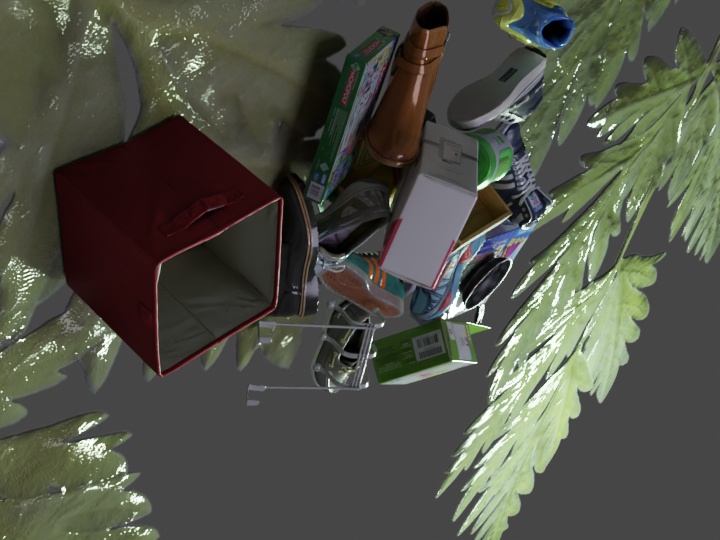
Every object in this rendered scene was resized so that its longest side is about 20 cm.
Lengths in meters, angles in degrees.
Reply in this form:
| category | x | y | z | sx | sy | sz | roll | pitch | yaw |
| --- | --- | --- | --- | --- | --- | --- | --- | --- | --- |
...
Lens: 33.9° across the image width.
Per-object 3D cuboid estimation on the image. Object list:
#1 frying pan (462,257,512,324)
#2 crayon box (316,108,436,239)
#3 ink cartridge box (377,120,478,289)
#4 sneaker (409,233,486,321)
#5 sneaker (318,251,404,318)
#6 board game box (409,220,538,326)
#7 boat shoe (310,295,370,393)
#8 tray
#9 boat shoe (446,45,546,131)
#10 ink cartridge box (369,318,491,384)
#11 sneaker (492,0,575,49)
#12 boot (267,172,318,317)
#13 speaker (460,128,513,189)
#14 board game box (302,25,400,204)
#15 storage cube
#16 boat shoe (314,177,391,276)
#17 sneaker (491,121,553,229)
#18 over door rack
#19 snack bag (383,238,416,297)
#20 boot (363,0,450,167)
| category | x | y | z | sx | sy | sz | roll | pitch | yaw |
| --- | --- | --- | --- | --- | --- | --- | --- | --- | --- |
| frying pan | 0.218 | 0.029 | 2.030 | 0.115 | 0.031 | 0.190 | -45 | 162 | -3 |
| crayon box | 0.028 | -0.130 | 1.658 | 0.200 | 0.051 | 0.127 | -43 | 152 | -14 |
| ink cartridge box | 0.092 | -0.090 | 1.556 | 0.200 | 0.083 | 0.147 | -78 | -170 | -63 |
| sneaker | 0.115 | -0.012 | 1.882 | 0.095 | 0.079 | 0.200 | 8 | 116 | -39 |
| sneaker | 0.000 | 0.000 | 1.764 | 0.200 | 0.071 | 0.080 | 38 | 49 | -48 |
| board game box | 0.196 | -0.005 | 2.031 | 0.200 | 0.041 | 0.200 | -19 | 146 | -50 |
| boat shoe | -0.029 | 0.127 | 1.867 | 0.072 | 0.060 | 0.202 | -27 | 144 | -37 |
| tray | 0.152 | -0.093 | 1.788 | 0.037 | 0.099 | 0.200 | -40 | 174 | 34 |
| boat shoe | 0.207 | -0.244 | 1.759 | 0.200 | 0.075 | 0.093 | -38 | 142 | -24 |
| ink cartridge box | 0.131 | 0.143 | 2.033 | 0.148 | 0.076 | 0.200 | -20 | 164 | 28 |
| sneaker | 0.271 | -0.345 | 1.703 | 0.200 | 0.105 | 0.076 | -5 | 128 | -54 |
| boot | -0.129 | -0.020 | 1.543 | 0.138 | 0.077 | 0.201 | -10 | 114 | -16 |
| speaker | 0.173 | -0.164 | 1.739 | 0.089 | 0.088 | 0.200 | -60 | 171 | 16 |
| board game box | -0.012 | -0.196 | 1.489 | 0.135 | 0.029 | 0.200 | -52 | 165 | -57 |
| storage cube | -0.208 | -0.028 | 1.289 | 0.171 | 0.180 | 0.200 | -32 | 148 | -32 |
| boat shoe | -0.029 | -0.045 | 1.601 | 0.074 | 0.065 | 0.202 | 16 | 137 | -38 |
| sneaker | 0.258 | -0.151 | 1.912 | 0.070 | 0.108 | 0.200 | -36 | 149 | -28 |
| over door rack | -0.073 | 0.119 | 1.765 | 0.199 | 0.067 | 0.148 | -5 | 133 | -21 |
| snack bag | 0.105 | -0.035 | 1.916 | 0.200 | 0.021 | 0.189 | -34 | 148 | -29 |
| boot | 0.068 | -0.235 | 1.491 | 0.200 | 0.077 | 0.155 | -67 | 179 | -49 |
